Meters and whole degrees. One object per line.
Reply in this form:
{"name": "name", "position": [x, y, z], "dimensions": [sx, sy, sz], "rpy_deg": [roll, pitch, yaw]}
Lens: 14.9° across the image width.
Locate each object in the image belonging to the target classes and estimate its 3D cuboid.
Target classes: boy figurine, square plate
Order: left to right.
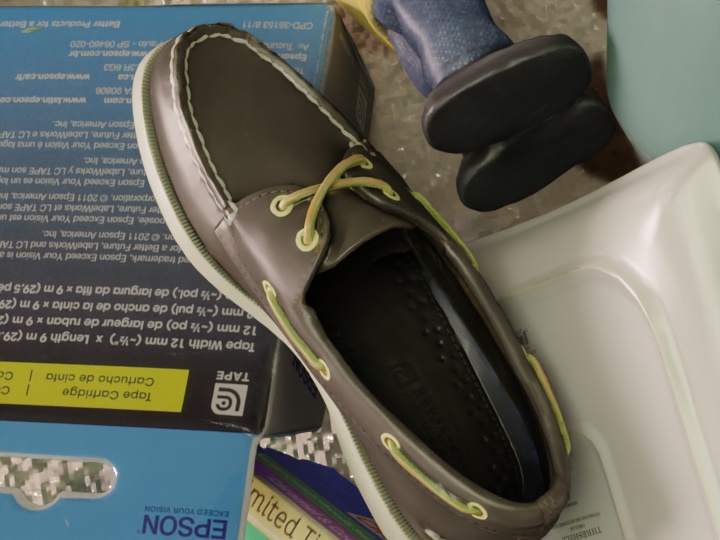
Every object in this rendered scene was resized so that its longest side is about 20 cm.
{"name": "boy figurine", "position": [0.015, -0.111, 0.923], "dimensions": [0.064, 0.124, 0.200], "rpy_deg": [-28, 54, 4]}
{"name": "square plate", "position": [0.077, 0.077, 0.869], "dimensions": [0.028, 0.200, 0.198], "rpy_deg": [-15, 86, -30]}

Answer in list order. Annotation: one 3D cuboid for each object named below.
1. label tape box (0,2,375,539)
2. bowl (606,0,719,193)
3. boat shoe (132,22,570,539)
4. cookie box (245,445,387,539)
{"name": "label tape box", "position": [-0.083, 0.009, 0.928], "dimensions": [0.143, 0.066, 0.200], "rpy_deg": [2, 66, 16]}
{"name": "bowl", "position": [0.156, -0.065, 0.853], "dimensions": [0.201, 0.201, 0.105], "rpy_deg": [26, 114, 14]}
{"name": "boat shoe", "position": [0.000, 0.000, 0.855], "dimensions": [0.072, 0.061, 0.201], "rpy_deg": [-30, 81, -27]}
{"name": "cookie box", "position": [-0.033, 0.178, 0.904], "dimensions": [0.171, 0.075, 0.200], "rpy_deg": [33, 97, 49]}
